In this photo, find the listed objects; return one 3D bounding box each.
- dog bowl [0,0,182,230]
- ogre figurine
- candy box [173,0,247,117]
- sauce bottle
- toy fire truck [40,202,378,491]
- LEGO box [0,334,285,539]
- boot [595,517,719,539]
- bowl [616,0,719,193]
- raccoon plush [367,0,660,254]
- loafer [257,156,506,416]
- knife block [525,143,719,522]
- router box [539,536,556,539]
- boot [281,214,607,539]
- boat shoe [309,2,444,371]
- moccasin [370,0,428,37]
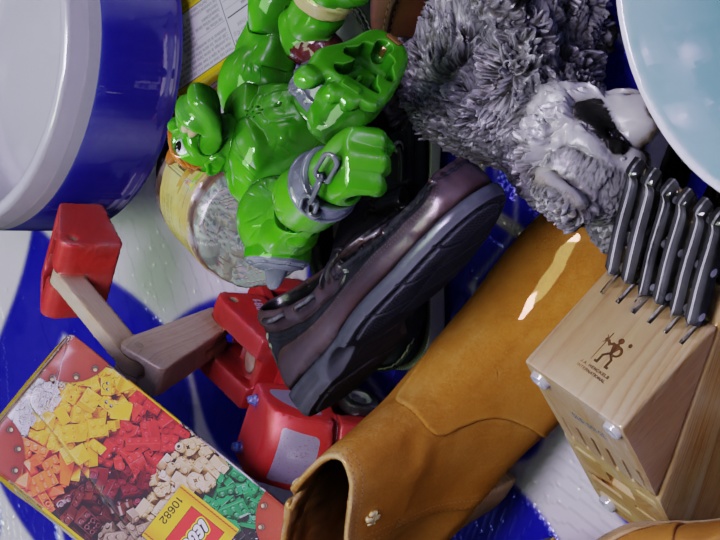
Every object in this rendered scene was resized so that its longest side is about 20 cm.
[{"bbox_3d":[-0.185,-0.122,1.522,0.200,0.079,0.201,-3,86,50],"label":"dog bowl"},{"bbox_3d":[-0.028,-0.078,1.257,0.200,0.098,0.120,60,138,33],"label":"ogre figurine"},{"bbox_3d":[-0.094,-0.148,1.503,0.200,0.026,0.103,-29,76,45],"label":"candy box"},{"bbox_3d":[-0.073,-0.038,1.419,0.200,0.064,0.065,-145,54,-72],"label":"sauce bottle"},{"bbox_3d":[-0.083,0.041,1.432,0.200,0.140,0.049,-119,41,-52],"label":"toy fire truck"},{"bbox_3d":[-0.122,0.112,1.426,0.149,0.077,0.200,39,171,-5],"label":"LEGO box"},{"bbox_3d":[0.168,0.166,1.202,0.201,0.071,0.144,-41,50,4],"label":"boot"},{"bbox_3d":[0.213,-0.124,1.135,0.200,0.105,0.202,9,103,44],"label":"bowl"},{"bbox_3d":[0.061,-0.051,1.290,0.200,0.096,0.135,-32,56,47],"label":"raccoon plush"},{"bbox_3d":[0.000,0.000,1.274,0.063,0.072,0.200,52,145,11],"label":"loafer"},{"bbox_3d":[0.165,0.019,1.252,0.064,0.176,0.200,36,166,37],"label":"knife block"},{"bbox_3d":[0.053,0.229,1.358,0.200,0.052,0.158,-22,103,44],"label":"router box"},{"bbox_3d":[0.041,0.067,1.303,0.071,0.144,0.202,40,126,25],"label":"boot"},{"bbox_3d":[-0.005,-0.045,1.400,0.074,0.066,0.200,3,99,47],"label":"boat shoe"},{"bbox_3d":[0.074,-0.165,1.302,0.201,0.073,0.078,-46,55,29],"label":"moccasin"}]
